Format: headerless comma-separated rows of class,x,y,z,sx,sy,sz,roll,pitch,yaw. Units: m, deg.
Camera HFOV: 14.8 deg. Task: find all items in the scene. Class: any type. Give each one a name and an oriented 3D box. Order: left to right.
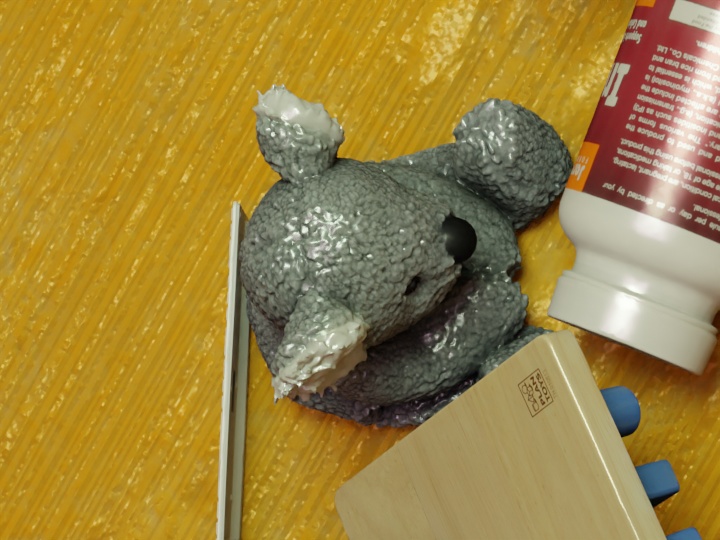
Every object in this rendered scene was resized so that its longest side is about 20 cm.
keyboard,-0.069,0.066,1.499,0.011,0.056,0.201,1,83,8
koala plush,0.000,0.000,1.404,0.183,0.200,0.178,-6,81,19
toy peg board,0.109,0.153,1.361,0.199,0.098,0.201,-41,67,47
pill bottle,0.168,-0.056,1.396,0.113,0.113,0.201,21,90,21
